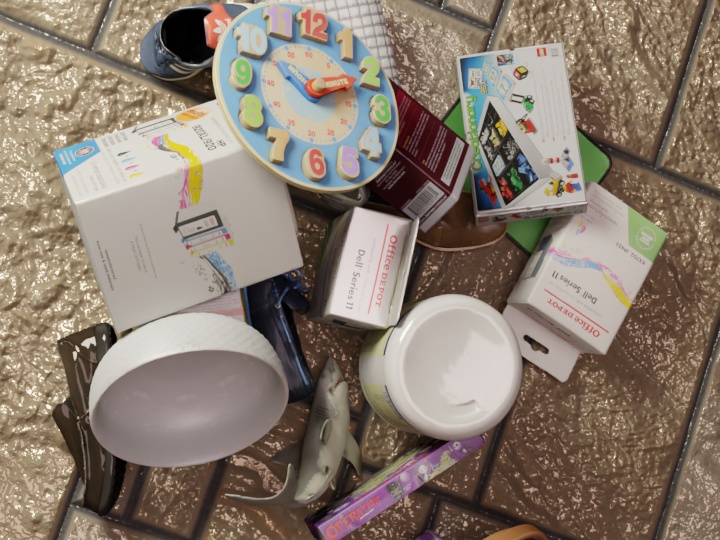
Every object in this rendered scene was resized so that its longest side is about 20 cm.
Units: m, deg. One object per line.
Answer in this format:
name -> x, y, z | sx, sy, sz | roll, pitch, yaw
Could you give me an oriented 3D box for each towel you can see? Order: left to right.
towel -> -0.061, -0.217, 1.363 | 0.198, 0.086, 0.168 | -14, 96, -8

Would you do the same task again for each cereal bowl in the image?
cereal bowl -> -0.176, 0.109, 1.239 | 0.198, 0.201, 0.084 | -9, 51, -12

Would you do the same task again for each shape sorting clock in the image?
shape sorting clock -> -0.047, -0.168, 1.169 | 0.198, 0.039, 0.202 | 16, 57, -26

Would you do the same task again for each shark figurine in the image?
shark figurine -> -0.067, 0.208, 1.325 | 0.088, 0.215, 0.129 | -4, 121, 24

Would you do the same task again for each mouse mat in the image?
mouse mat -> 0.184, -0.131, 1.447 | 0.200, 0.008, 0.161 | 40, 80, -8

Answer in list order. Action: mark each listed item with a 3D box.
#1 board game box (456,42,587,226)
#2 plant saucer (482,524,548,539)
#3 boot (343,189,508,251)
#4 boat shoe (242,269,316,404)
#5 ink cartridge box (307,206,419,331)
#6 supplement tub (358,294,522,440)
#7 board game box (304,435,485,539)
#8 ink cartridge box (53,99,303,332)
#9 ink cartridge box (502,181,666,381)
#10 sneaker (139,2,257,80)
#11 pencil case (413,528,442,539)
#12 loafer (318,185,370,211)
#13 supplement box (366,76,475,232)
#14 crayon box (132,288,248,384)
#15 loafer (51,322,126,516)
board game box -> 0.180, -0.155, 1.389 | 0.125, 0.035, 0.202 | -6, 70, 5
plant saucer -> 0.122, 0.350, 1.323 | 0.200, 0.201, 0.032 | -40, 57, -12
boot -> 0.079, -0.066, 1.386 | 0.198, 0.075, 0.075 | 10, 82, -12
boat shoe -> -0.083, 0.043, 1.336 | 0.068, 0.084, 0.203 | -10, 85, 13
ink cartridge box -> 0.000, 0.000, 1.300 | 0.067, 0.200, 0.119 | 14, 83, -10
supplement tub -> 0.077, 0.103, 1.309 | 0.143, 0.200, 0.147 | 1, 86, -11
board game box -> 0.035, 0.230, 1.333 | 0.199, 0.120, 0.033 | -31, 93, -13
ink cartridge box -> -0.179, -0.062, 1.219 | 0.198, 0.147, 0.146 | -20, 120, -13
ink cartridge box -> 0.250, 0.016, 1.408 | 0.116, 0.067, 0.201 | 31, 80, -13
sneaker -> -0.187, -0.241, 1.279 | 0.084, 0.199, 0.076 | -12, 95, -43
pencil case -> 0.032, 0.374, 1.344 | 0.199, 0.084, 0.086 | -38, 132, -9
loafer -> -0.065, -0.141, 1.290 | 0.200, 0.070, 0.070 | 41, 88, -10
supplement box -> 0.020, -0.144, 1.280 | 0.199, 0.061, 0.109 | 39, 37, -10
crayon box -> -0.189, 0.021, 1.336 | 0.124, 0.052, 0.203 | -6, 88, -12
loafer -> -0.289, 0.158, 1.302 | 0.070, 0.073, 0.203 | -3, 82, -2
